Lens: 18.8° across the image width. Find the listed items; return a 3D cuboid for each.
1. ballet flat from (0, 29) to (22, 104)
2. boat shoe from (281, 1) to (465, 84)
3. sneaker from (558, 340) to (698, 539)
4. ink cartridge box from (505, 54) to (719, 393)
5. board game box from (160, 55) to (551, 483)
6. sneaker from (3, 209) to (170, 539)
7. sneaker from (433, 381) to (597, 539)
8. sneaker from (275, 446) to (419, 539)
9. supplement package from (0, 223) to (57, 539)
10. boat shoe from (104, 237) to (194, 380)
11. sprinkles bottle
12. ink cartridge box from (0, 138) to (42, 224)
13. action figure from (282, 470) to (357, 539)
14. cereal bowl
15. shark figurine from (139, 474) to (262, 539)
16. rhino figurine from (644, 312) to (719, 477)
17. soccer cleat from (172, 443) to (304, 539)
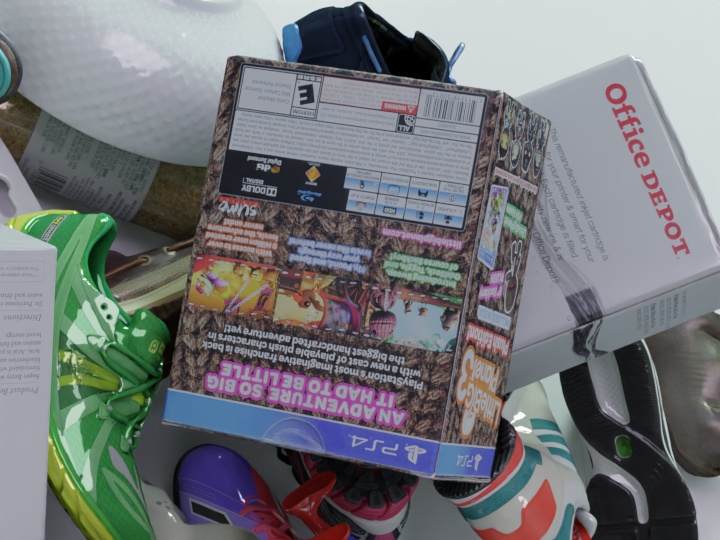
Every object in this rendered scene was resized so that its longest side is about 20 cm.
[{"bbox_3d":[-0.277,-0.128,1.238,0.198,0.073,0.073,3,55,13],"label":"ballet flat"},{"bbox_3d":[0.030,-0.112,1.374,0.200,0.068,0.085,16,53,-59],"label":"boat shoe"},{"bbox_3d":[0.174,0.122,1.359,0.115,0.075,0.202,-26,108,-75],"label":"sneaker"},{"bbox_3d":[0.095,-0.016,1.258,0.199,0.083,0.146,-21,69,0],"label":"ink cartridge box"},{"bbox_3d":[0.000,0.000,1.162,0.158,0.097,0.202,10,88,22],"label":"board game box"},{"bbox_3d":[-0.138,0.058,1.153,0.083,0.074,0.201,-16,77,-2],"label":"sneaker"},{"bbox_3d":[0.094,0.124,1.286,0.094,0.070,0.200,53,11,-8],"label":"sneaker"},{"bbox_3d":[-0.029,0.078,1.283,0.080,0.075,0.201,-12,52,-16],"label":"sneaker"},{"bbox_3d":[-0.230,0.079,1.091,0.120,0.120,0.202,0,98,-28],"label":"supplement package"},{"bbox_3d":[-0.138,0.025,1.253,0.199,0.072,0.072,-25,41,-13],"label":"boat shoe"},{"bbox_3d":[-0.150,-0.069,1.305,0.199,0.068,0.069,23,54,-14],"label":"sprinkles bottle"},{"bbox_3d":[-0.278,-0.006,1.203,0.199,0.068,0.116,-23,76,-35],"label":"ink cartridge box"},{"bbox_3d":[0.049,0.180,1.209,0.200,0.099,0.065,54,14,-37],"label":"action figure"},{"bbox_3d":[-0.129,-0.151,1.304,0.199,0.084,0.200,24,25,-11],"label":"cereal bowl"},{"bbox_3d":[-0.123,0.204,1.161,0.127,0.090,0.215,9,42,17],"label":"shark figurine"},{"bbox_3d":[0.218,0.048,1.435,0.087,0.060,0.201,-4,63,-27],"label":"rhino figurine"},{"bbox_3d":[-0.039,0.178,1.216,0.068,0.073,0.201,-17,72,-33],"label":"soccer cleat"}]
